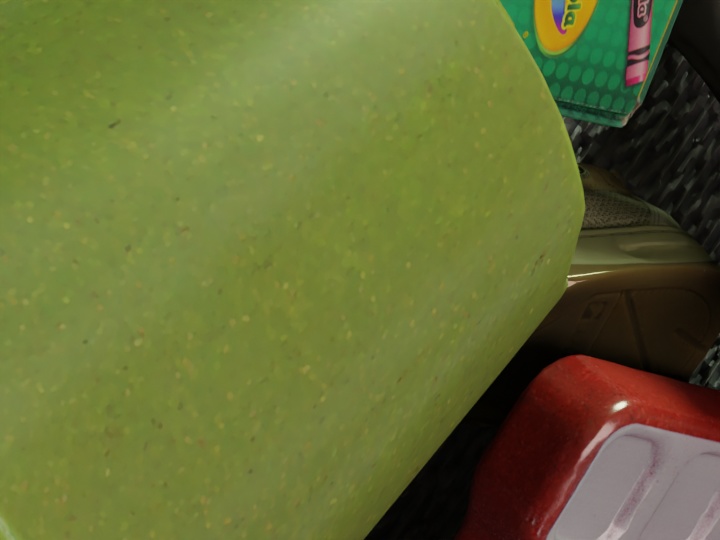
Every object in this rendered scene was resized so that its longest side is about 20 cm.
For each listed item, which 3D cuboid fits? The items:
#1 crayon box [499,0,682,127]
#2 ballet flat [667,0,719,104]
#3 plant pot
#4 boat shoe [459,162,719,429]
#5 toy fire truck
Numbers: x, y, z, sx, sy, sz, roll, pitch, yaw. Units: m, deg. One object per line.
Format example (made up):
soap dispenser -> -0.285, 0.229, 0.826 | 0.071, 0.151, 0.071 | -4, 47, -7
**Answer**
crayon box -> 0.034, -0.145, 0.616 | 0.058, 0.119, 0.200 | 7, 108, -46
ballet flat -> 0.077, -0.116, 0.713 | 0.068, 0.068, 0.200 | -45, 133, -41
plant pot -> -0.065, 0.012, 0.560 | 0.190, 0.200, 0.200 | -40, 136, -24
boat shoe -> 0.002, -0.002, 0.725 | 0.200, 0.063, 0.073 | -1, 131, -37
toy fire truck -> 0.076, 0.108, 0.795 | 0.200, 0.112, 0.168 | 15, 111, -48
